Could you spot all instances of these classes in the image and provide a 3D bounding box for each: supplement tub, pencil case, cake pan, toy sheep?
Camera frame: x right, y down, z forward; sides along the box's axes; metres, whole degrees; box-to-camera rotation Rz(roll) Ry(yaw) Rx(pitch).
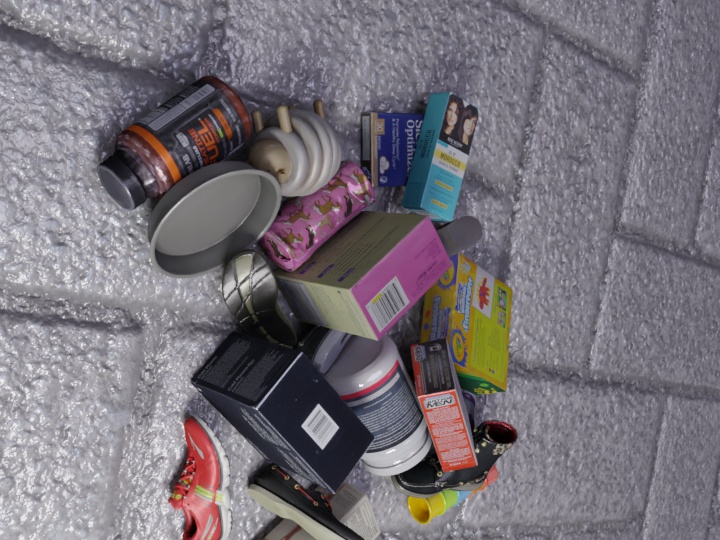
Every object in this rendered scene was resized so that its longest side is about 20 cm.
[{"bbox_3d":[-0.245,-0.163,1.109,0.200,0.107,0.107,-43,120,-26],"label":"supplement tub"},{"bbox_3d":[-0.065,-0.083,1.278,0.200,0.086,0.083,-41,116,-25],"label":"pencil case"},{"bbox_3d":[0.023,0.214,1.355,0.140,0.140,0.200,-39,118,-29],"label":"supplement tub"},{"bbox_3d":[-0.199,-0.071,1.135,0.200,0.037,0.200,-31,155,-16],"label":"cake pan"},{"bbox_3d":[-0.091,-0.174,1.221,0.200,0.138,0.138,-23,111,-52],"label":"toy sheep"}]

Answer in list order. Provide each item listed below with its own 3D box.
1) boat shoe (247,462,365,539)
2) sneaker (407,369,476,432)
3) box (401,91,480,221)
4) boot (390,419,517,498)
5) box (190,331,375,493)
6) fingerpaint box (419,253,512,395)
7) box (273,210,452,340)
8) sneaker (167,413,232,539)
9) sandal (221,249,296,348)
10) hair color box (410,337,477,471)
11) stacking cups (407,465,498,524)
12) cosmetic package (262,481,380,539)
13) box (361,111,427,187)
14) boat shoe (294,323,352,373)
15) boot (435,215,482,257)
[{"bbox_3d":[-0.074,0.359,1.269,0.063,0.201,0.074,-49,154,-30],"label":"boat shoe"},{"bbox_3d":[0.141,0.236,1.479,0.200,0.074,0.088,26,47,-38],"label":"sneaker"},{"bbox_3d":[0.135,-0.189,1.411,0.082,0.049,0.201,19,83,-40],"label":"box"},{"bbox_3d":[0.165,0.324,1.473,0.203,0.074,0.154,5,133,-31],"label":"boot"},{"bbox_3d":[-0.112,0.200,1.217,0.104,0.182,0.200,-51,124,-24],"label":"box"},{"bbox_3d":[0.186,0.097,1.480,0.167,0.073,0.200,30,57,-38],"label":"fingerpaint box"},{"bbox_3d":[0.000,0.000,1.269,0.176,0.200,0.097,-44,121,-27],"label":"box"},{"bbox_3d":[-0.234,0.307,1.203,0.085,0.077,0.201,-13,103,-32],"label":"sneaker"},{"bbox_3d":[-0.153,0.050,1.247,0.080,0.057,0.201,-19,130,-4],"label":"sandal"},{"bbox_3d":[0.135,0.218,1.355,0.064,0.111,0.200,-12,130,7],"label":"hair color box"},{"bbox_3d":[0.178,0.401,1.559,0.200,0.060,0.061,-16,106,-38],"label":"stacking cups"},{"bbox_3d":[-0.074,0.433,1.333,0.200,0.087,0.104,-38,129,-30],"label":"cosmetic package"},{"bbox_3d":[0.087,-0.204,1.423,0.200,0.032,0.122,-7,100,-39],"label":"box"},{"bbox_3d":[-0.037,0.077,1.335,0.200,0.057,0.069,-54,159,-40],"label":"boat shoe"},{"bbox_3d":[0.108,-0.034,1.441,0.200,0.075,0.074,-20,91,-15],"label":"boot"}]
